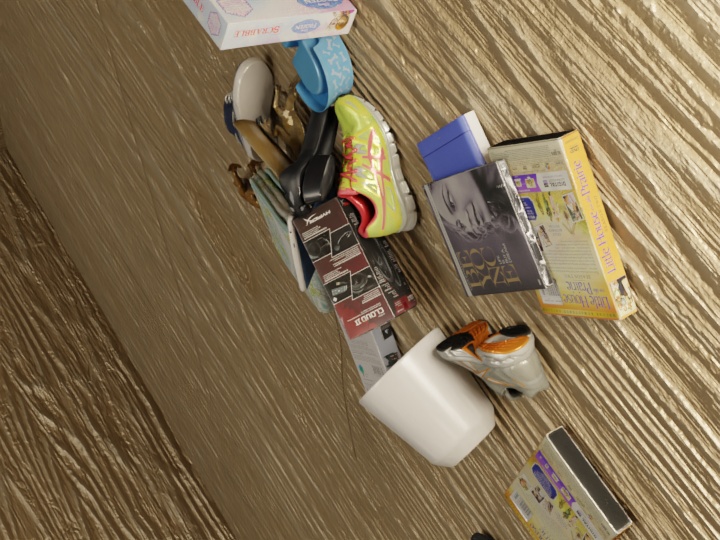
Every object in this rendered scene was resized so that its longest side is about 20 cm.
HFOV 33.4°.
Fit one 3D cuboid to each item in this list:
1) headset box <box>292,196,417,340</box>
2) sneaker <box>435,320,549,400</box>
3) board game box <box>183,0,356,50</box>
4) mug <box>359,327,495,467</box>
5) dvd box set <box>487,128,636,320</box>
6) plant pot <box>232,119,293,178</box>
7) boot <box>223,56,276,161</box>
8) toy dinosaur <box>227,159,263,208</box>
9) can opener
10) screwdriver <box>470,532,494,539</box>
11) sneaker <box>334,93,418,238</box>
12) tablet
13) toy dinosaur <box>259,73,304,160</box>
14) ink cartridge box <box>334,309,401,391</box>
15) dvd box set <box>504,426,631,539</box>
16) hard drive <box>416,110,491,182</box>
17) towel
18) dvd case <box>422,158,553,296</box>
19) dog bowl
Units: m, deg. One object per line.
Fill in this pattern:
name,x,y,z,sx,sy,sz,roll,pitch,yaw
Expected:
headset box,0.000,0.000,1.661,0.201,0.077,0.149,65,-164,1
sneaker,0.165,0.122,1.519,0.093,0.075,0.200,62,162,-13
board game box,-0.137,-0.365,1.511,0.200,0.199,0.041,52,138,26
mug,0.111,0.178,1.651,0.153,0.186,0.150,46,124,7
dvd box set,0.213,-0.047,1.281,0.146,0.029,0.202,1,114,66
plant pot,-0.117,-0.158,1.814,0.200,0.027,0.200,48,-178,-2
boot,-0.186,-0.267,1.890,0.090,0.072,0.201,43,151,31
toy dinosaur,-0.194,-0.142,2.063,0.200,0.060,0.107,39,149,47
can opener,-0.059,-0.155,1.621,0.064,0.078,0.201,69,-155,-45
screwdriver,0.223,0.428,1.773,0.199,0.028,0.029,11,95,61
sneaker,0.003,-0.134,1.584,0.202,0.090,0.078,67,158,-4
tablet,-0.067,-0.079,1.723,0.014,0.201,0.131,2,127,14
toy dinosaur,-0.102,-0.204,1.785,0.101,0.058,0.202,39,144,51
ink cartridge box,0.013,0.104,1.882,0.119,0.042,0.202,4,119,65
dvd box set,0.259,0.303,1.526,0.147,0.029,0.201,55,154,23
hard drive,0.141,-0.077,1.420,0.202,0.025,0.132,65,158,-1
towel,-0.101,-0.051,1.867,0.200,0.048,0.172,53,167,49
dvd case,0.142,-0.044,1.389,0.150,0.016,0.200,67,160,-5
dog bowl,-0.073,-0.312,1.618,0.201,0.049,0.112,62,158,10
